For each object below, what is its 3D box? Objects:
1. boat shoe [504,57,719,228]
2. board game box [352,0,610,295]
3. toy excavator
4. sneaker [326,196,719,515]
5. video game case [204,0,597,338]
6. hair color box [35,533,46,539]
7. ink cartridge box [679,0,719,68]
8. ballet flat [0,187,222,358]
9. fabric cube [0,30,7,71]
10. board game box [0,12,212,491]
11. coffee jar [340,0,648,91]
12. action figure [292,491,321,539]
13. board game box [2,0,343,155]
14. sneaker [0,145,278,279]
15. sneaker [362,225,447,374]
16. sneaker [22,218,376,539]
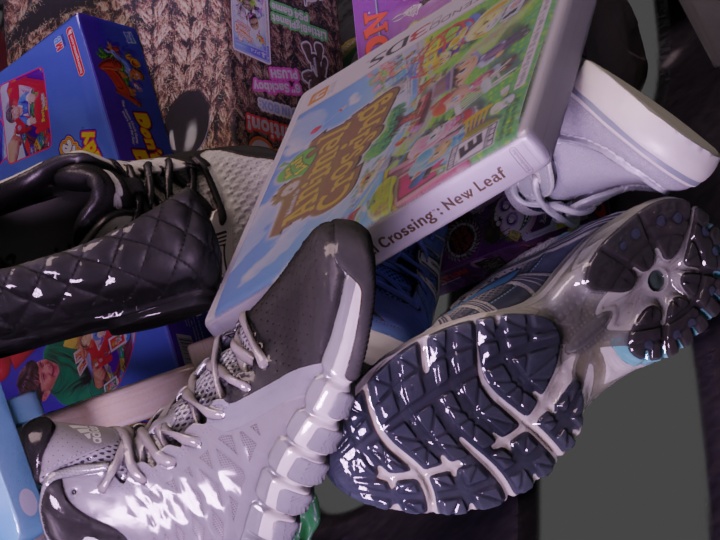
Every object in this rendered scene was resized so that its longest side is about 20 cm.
[{"bbox_3d":[0.094,-0.054,1.254,0.072,0.070,0.201,-58,23,1],"label":"boat shoe"},{"bbox_3d":[0.056,-0.093,1.389,0.120,0.032,0.201,-24,60,33],"label":"board game box"},{"bbox_3d":[-0.158,0.078,1.248,0.194,0.101,0.200,-21,1,30],"label":"toy excavator"},{"bbox_3d":[0.062,0.040,1.183,0.199,0.078,0.086,-30,11,-23],"label":"sneaker"},{"bbox_3d":[0.024,-0.065,1.255,0.181,0.022,0.200,-30,22,29],"label":"video game case"},{"bbox_3d":[-0.240,0.081,1.332,0.099,0.201,0.061,-39,20,-21],"label":"hair color box"},{"bbox_3d":[0.175,-0.224,1.446,0.087,0.201,0.146,-23,20,14],"label":"ink cartridge box"},{"bbox_3d":[-0.159,0.008,1.234,0.199,0.057,0.066,-10,-12,-16],"label":"ballet flat"},{"bbox_3d":[-0.279,-0.033,1.685,0.199,0.197,0.200,-29,17,10],"label":"fabric cube"},{"bbox_3d":[-0.147,-0.008,1.412,0.134,0.201,0.045,-31,-25,31],"label":"board game box"},{"bbox_3d":[0.047,-0.091,1.490,0.199,0.086,0.104,-15,25,38],"label":"coffee jar"},{"bbox_3d":[-0.106,0.132,1.224,0.199,0.055,0.118,-20,7,17],"label":"action figure"},{"bbox_3d":[-0.095,-0.073,1.473,0.159,0.202,0.097,-17,-18,36],"label":"board game box"},{"bbox_3d":[-0.109,-0.020,1.303,0.199,0.076,0.088,-19,-22,-23],"label":"sneaker"},{"bbox_3d":[0.000,0.000,1.276,0.077,0.075,0.200,-62,13,13],"label":"sneaker"},{"bbox_3d":[-0.072,0.062,1.115,0.075,0.115,0.201,-105,34,-71],"label":"sneaker"}]
